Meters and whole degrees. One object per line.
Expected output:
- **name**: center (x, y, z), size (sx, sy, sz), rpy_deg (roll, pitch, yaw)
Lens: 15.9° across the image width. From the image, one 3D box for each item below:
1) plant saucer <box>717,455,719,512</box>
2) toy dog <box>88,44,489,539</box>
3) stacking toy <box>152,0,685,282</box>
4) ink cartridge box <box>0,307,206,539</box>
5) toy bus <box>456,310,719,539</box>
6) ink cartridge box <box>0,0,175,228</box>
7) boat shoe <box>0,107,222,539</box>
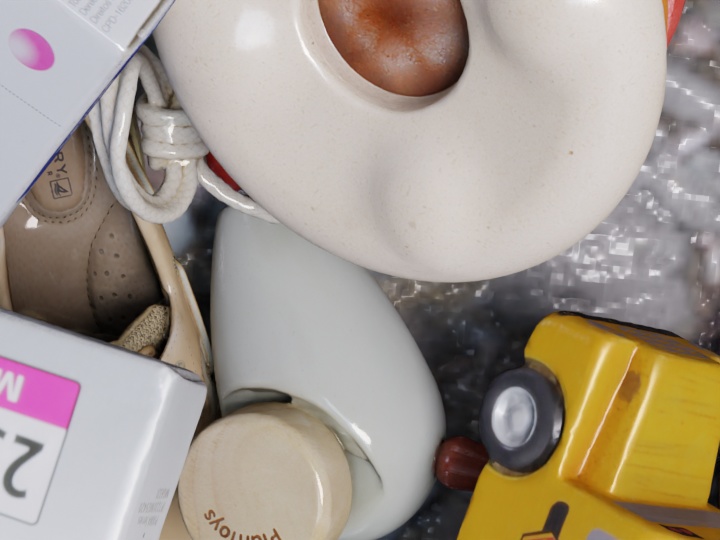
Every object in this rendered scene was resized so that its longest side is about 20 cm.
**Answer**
- **plant saucer**: center (0.193, 0.094, 0.776), size (0.200, 0.200, 0.029), rpy_deg (21, 143, -10)
- **toy dog**: center (0.000, 0.000, 0.756), size (0.096, 0.132, 0.200), rpy_deg (-2, 116, 18)
- **stacking toy**: center (0.049, -0.099, 0.698), size (0.146, 0.200, 0.146), rpy_deg (16, 124, 26)
- **ink cartridge box**: center (-0.162, 0.080, 0.694), size (0.200, 0.044, 0.174), rpy_deg (17, 87, 10)
- **toy bus**: center (0.058, 0.116, 0.722), size (0.065, 0.078, 0.200), rpy_deg (12, 101, -45)
- **ink cartridge box**: center (-0.169, -0.079, 0.685), size (0.200, 0.043, 0.196), rpy_deg (37, 142, -7)
- **boat shoe**: center (-0.080, 0.026, 0.776), size (0.071, 0.065, 0.200), rpy_deg (-17, 105, 0)
